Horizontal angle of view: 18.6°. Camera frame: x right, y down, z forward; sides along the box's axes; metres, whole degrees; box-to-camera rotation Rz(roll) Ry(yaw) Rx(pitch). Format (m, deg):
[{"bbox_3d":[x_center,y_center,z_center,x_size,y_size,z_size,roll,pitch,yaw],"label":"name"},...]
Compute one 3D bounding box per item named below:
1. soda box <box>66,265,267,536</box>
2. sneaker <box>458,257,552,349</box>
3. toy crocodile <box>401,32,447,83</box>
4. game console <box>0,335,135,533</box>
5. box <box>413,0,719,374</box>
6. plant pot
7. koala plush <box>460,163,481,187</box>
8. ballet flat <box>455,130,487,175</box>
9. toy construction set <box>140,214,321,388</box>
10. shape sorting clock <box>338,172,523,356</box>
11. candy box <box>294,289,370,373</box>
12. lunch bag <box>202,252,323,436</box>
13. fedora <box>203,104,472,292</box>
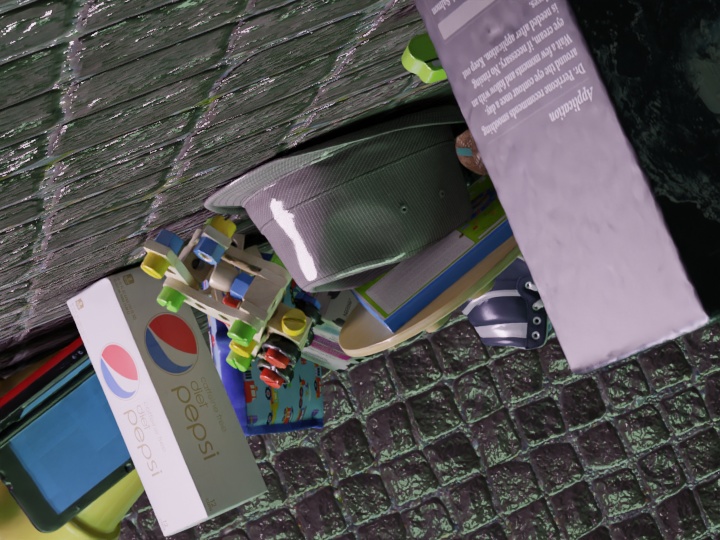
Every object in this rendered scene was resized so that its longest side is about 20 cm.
[{"bbox_3d":[-0.150,0.097,1.703,0.068,0.201,0.064,-19,174,-44],"label":"soda box"},{"bbox_3d":[0.151,-0.012,1.655,0.199,0.109,0.070,-27,-176,30],"label":"sneaker"},{"bbox_3d":[0.115,-0.141,1.116,0.198,0.062,0.068,-18,177,-1],"label":"toy crocodile"},{"bbox_3d":[-0.228,0.124,1.922,0.200,0.119,0.172,-39,180,-14],"label":"game console"},{"bbox_3d":[0.154,-0.088,0.941,0.196,0.201,0.117,-21,176,-27],"label":"box"},{"bbox_3d":[-0.268,0.157,2.079,0.189,0.201,0.201,-39,174,7],"label":"plant pot"},{"bbox_3d":[0.161,-0.069,1.848,0.176,0.185,0.199,-10,164,41],"label":"koala plush"},{"bbox_3d":[0.149,-0.114,1.691,0.199,0.071,0.065,-13,-170,-40],"label":"ballet flat"},{"bbox_3d":[-0.093,0.020,1.625,0.093,0.130,0.200,-61,178,-2],"label":"toy construction set"},{"bbox_3d":[0.066,-0.005,1.559,0.199,0.039,0.200,-35,-163,12],"label":"shape sorting clock"},{"bbox_3d":[0.000,0.000,1.749,0.061,0.137,0.200,22,168,-7],"label":"candy box"},{"bbox_3d":[-0.091,0.063,1.855,0.093,0.152,0.200,-5,176,6],"label":"lunch bag"},{"bbox_3d":[0.000,-0.041,1.511,0.199,0.091,0.176,-20,175,-41],"label":"fedora"}]
